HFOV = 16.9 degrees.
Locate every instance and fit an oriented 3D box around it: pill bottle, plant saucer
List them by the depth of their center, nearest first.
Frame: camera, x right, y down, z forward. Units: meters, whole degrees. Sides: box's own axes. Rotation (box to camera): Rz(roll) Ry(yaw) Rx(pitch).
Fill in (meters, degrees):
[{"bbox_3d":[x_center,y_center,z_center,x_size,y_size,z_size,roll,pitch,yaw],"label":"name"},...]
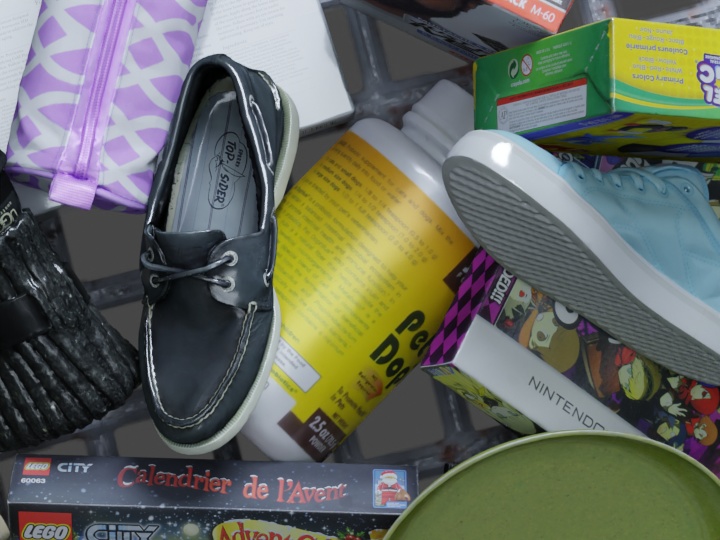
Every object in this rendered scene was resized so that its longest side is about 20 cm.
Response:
[{"bbox_3d":[0.093,0.156,1.176,0.200,0.031,0.200,-5,118,-9],"label":"plant saucer"},{"bbox_3d":[0.000,0.000,1.227,0.109,0.109,0.200,44,87,2],"label":"pill bottle"}]

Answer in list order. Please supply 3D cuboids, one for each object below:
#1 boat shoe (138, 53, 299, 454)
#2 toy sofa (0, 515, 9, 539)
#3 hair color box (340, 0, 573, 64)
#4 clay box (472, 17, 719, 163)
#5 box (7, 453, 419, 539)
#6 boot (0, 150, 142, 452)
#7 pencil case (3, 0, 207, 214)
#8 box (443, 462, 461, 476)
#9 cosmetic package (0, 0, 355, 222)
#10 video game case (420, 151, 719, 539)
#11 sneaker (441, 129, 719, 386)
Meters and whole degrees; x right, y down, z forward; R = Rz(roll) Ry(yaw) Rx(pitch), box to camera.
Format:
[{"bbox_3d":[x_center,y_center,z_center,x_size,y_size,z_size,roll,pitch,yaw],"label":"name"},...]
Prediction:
[{"bbox_3d":[-0.074,-0.014,1.160,0.074,0.066,0.200,4,67,23],"label":"boat shoe"},{"bbox_3d":[-0.258,0.071,1.154,0.083,0.098,0.200,-36,114,-23],"label":"toy sofa"},{"bbox_3d":[0.051,-0.150,1.191,0.111,0.200,0.064,26,86,1],"label":"hair color box"},{"bbox_3d":[0.167,-0.080,1.144,0.200,0.115,0.048,3,83,-29],"label":"clay box"},{"bbox_3d":[-0.073,0.157,1.212,0.200,0.038,0.137,2,128,-1],"label":"box"},{"bbox_3d":[-0.214,0.013,1.213,0.079,0.211,0.158,-46,117,-31],"label":"boot"},{"bbox_3d":[-0.118,-0.127,1.195,0.084,0.085,0.200,13,88,-15],"label":"pencil case"},{"bbox_3d":[0.129,0.193,1.250,0.200,0.044,0.161,10,87,-1],"label":"box"},{"bbox_3d":[-0.119,-0.121,1.261,0.200,0.052,0.151,-18,89,-2],"label":"cosmetic package"},{"bbox_3d":[0.144,0.010,1.209,0.181,0.036,0.200,36,69,-23],"label":"video game case"},{"bbox_3d":[0.120,-0.024,1.141,0.200,0.074,0.082,36,66,-33],"label":"sneaker"}]
